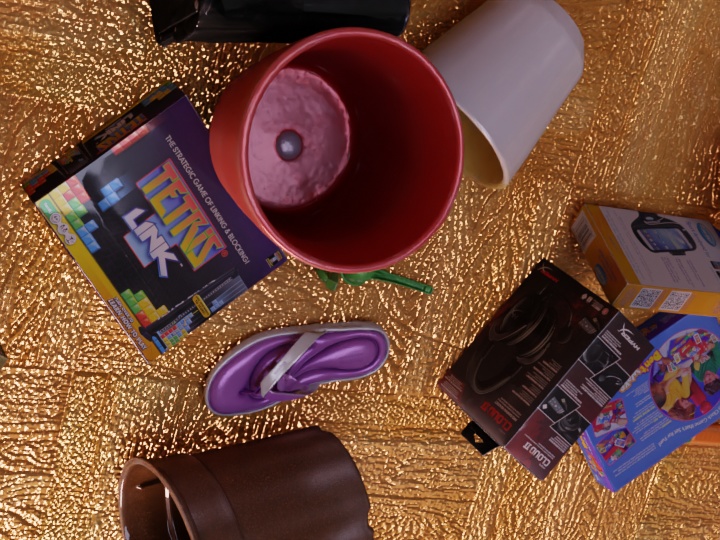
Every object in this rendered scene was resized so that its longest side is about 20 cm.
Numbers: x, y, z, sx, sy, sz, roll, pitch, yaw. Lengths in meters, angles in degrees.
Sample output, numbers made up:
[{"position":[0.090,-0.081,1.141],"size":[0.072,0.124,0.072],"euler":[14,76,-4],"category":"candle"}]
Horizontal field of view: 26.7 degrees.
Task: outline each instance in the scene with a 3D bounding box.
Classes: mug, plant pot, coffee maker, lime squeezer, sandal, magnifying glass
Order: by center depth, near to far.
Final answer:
[{"position":[-0.059,-0.243,1.272],"size":[0.198,0.192,0.136],"euler":[-4,113,-26],"category":"coffee maker"},{"position":[-0.037,-0.105,1.286],"size":[0.198,0.177,0.203],"euler":[-4,99,-23],"category":"plant pot"},{"position":[0.129,-0.181,1.452],"size":[0.149,0.187,0.153],"euler":[44,78,-2],"category":"mug"},{"position":[-0.106,0.252,1.474],"size":[0.196,0.200,0.203],"euler":[-15,118,-30],"category":"plant pot"},{"position":[0.000,0.000,1.488],"size":[0.199,0.070,0.038],"euler":[5,94,-60],"category":"lime squeezer"},{"position":[-0.058,0.095,1.504],"size":[0.200,0.050,0.083],"euler":[-18,118,-20],"category":"sandal"},{"position":[0.370,0.188,1.786],"size":[0.198,0.022,0.081],"euler":[8,107,-28],"category":"magnifying glass"}]

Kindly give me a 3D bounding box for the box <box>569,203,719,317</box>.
[{"position":[0.330,-0.008,1.618],"size":[0.198,0.120,0.042],"euler":[8,132,-30],"category":"box"}]

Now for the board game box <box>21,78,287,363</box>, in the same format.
[{"position":[-0.183,-0.042,1.378],"size":[0.165,0.057,0.201],"euler":[-36,123,-8],"category":"board game box"}]

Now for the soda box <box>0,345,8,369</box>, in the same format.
[{"position":[-0.399,0.131,1.336],"size":[0.067,0.064,0.201],"euler":[35,94,-34],"category":"soda box"}]

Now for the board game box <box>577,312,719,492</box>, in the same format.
[{"position":[0.328,0.136,1.709],"size":[0.199,0.045,0.136],"euler":[-32,110,-12],"category":"board game box"}]

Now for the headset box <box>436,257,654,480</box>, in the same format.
[{"position":[0.183,0.107,1.576],"size":[0.200,0.149,0.077],"euler":[-48,124,0],"category":"headset box"}]
